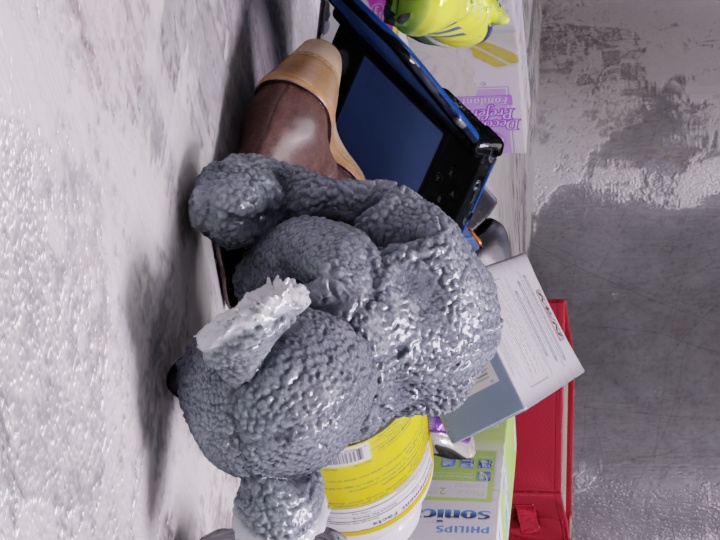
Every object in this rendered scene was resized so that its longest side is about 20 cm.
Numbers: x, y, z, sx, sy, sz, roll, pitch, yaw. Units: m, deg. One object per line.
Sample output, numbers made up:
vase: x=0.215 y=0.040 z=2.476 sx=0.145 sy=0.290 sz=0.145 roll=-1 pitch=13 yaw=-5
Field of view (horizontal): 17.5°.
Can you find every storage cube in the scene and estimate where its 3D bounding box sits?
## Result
storage cube: x=0.094 y=0.132 z=2.042 sx=0.171 sy=0.179 sz=0.201 roll=69 pitch=22 yaw=-68

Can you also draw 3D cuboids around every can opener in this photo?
can opener: x=0.041 y=0.015 z=1.743 sx=0.200 sy=0.079 sz=0.063 roll=-44 pitch=-175 yaw=-30

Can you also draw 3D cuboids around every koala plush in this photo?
koala plush: x=-0.031 y=0.048 z=1.273 sx=0.200 sy=0.183 sz=0.178 roll=-48 pitch=138 yaw=-60

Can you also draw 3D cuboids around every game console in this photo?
game console: x=-0.007 y=-0.112 z=1.553 sx=0.200 sy=0.118 sz=0.171 roll=49 pitch=-57 yaw=45

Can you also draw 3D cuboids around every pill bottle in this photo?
pill bottle: x=-0.010 y=0.107 z=1.543 sx=0.200 sy=0.112 sz=0.113 roll=79 pitch=13 yaw=-54

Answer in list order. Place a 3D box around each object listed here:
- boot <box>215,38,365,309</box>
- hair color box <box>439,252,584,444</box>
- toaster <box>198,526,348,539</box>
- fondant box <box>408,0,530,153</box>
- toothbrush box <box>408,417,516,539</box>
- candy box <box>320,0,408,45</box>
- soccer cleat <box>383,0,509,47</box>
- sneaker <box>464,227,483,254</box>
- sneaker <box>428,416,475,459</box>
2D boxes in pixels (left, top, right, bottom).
boot: x=-0.054 y=-0.031 z=1.486 sx=0.200 sy=0.072 sz=0.167 roll=88 pitch=21 yaw=-46
hair color box: x=0.090 y=0.050 z=1.616 sx=0.099 sy=0.060 sz=0.200 roll=64 pitch=17 yaw=3
toaster: x=-0.050 y=0.234 z=1.284 sx=0.200 sy=0.113 sz=0.129 roll=-78 pitch=162 yaw=-46
fondant box: x=0.064 y=-0.180 z=1.950 sx=0.200 sy=0.144 sz=0.058 roll=79 pitch=14 yaw=-53
toothbrush box: x=0.041 y=0.168 z=1.789 sx=0.200 sy=0.145 sz=0.086 roll=-79 pitch=167 yaw=-51
candy box: x=0.008 y=-0.114 z=1.852 sx=0.200 sy=0.061 sz=0.137 roll=77 pitch=16 yaw=-56
soccer cleat: x=0.059 y=-0.179 z=1.527 sx=0.200 sy=0.083 sz=0.065 roll=-93 pitch=-166 yaw=-86
sneaker: x=0.000 y=0.000 z=1.644 sx=0.200 sy=0.075 sz=0.079 roll=-36 pitch=93 yaw=-46
sneaker: x=0.055 y=0.080 z=1.711 sx=0.200 sy=0.080 sz=0.084 roll=-57 pitch=156 yaw=-72
